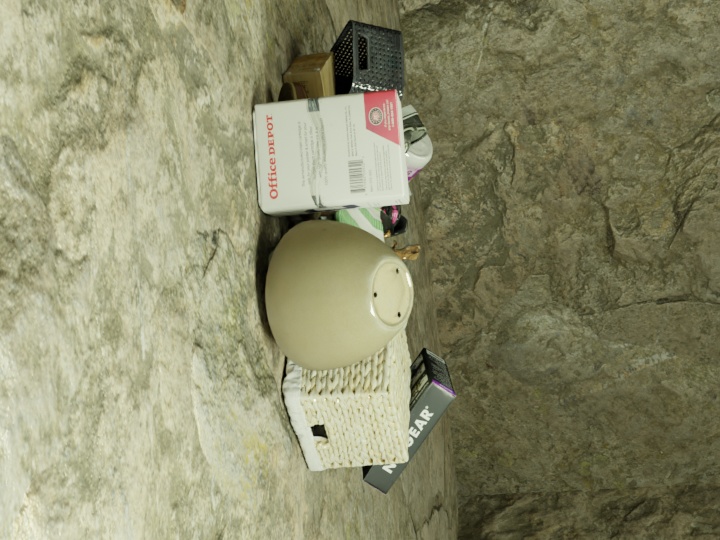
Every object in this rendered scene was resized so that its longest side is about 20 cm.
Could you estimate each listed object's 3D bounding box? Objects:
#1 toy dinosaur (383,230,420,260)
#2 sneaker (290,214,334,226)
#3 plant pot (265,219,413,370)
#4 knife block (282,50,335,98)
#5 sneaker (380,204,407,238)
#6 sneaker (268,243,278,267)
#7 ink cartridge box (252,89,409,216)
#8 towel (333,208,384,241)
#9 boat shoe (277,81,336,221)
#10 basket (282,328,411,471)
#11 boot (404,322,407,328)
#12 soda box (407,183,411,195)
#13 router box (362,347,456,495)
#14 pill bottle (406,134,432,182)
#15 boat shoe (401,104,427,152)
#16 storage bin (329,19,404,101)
[{"bbox_3d":[0.000,-0.018,1.681,0.060,0.198,0.108,34,36,-57],"label":"toy dinosaur"},{"bbox_3d":[-0.073,-0.070,1.541,0.089,0.080,0.203,64,17,-55],"label":"sneaker"},{"bbox_3d":[-0.008,0.031,1.336,0.199,0.133,0.204,4,85,-50],"label":"plant pot"},{"bbox_3d":[-0.073,-0.243,1.637,0.201,0.063,0.178,-76,160,-64],"label":"knife block"},{"bbox_3d":[0.024,-0.106,1.736,0.200,0.082,0.078,25,64,-63],"label":"sneaker"},{"bbox_3d":[-0.086,-0.016,1.409,0.202,0.073,0.089,-79,158,-47],"label":"sneaker"},{"bbox_3d":[-0.039,-0.157,1.391,0.084,0.196,0.148,21,65,-82],"label":"ink cartridge box"},{"bbox_3d":[-0.001,-0.090,1.582,0.153,0.023,0.203,46,33,-46],"label":"towel"},{"bbox_3d":[-0.073,-0.175,1.487,0.072,0.067,0.204,-16,-94,62],"label":"boat shoe"},{"bbox_3d":[-0.014,0.164,1.514,0.200,0.158,0.202,77,14,-47],"label":"basket"},{"bbox_3d":[0.014,0.064,1.786,0.145,0.071,0.202,-62,-143,37],"label":"boot"},{"bbox_3d":[0.020,-0.139,1.528,0.200,0.063,0.069,-4,75,-75],"label":"soda box"},{"bbox_3d":[0.073,0.241,1.649,0.201,0.051,0.149,-56,-170,13],"label":"router box"},{"bbox_3d":[0.031,-0.180,1.832,0.111,0.200,0.113,25,42,-25],"label":"pill bottle"},{"bbox_3d":[0.054,-0.215,1.652,0.064,0.071,0.200,50,37,1],"label":"boat shoe"},{"bbox_3d":[-0.006,-0.309,1.716,0.200,0.092,0.137,137,-43,-59],"label":"storage bin"}]
